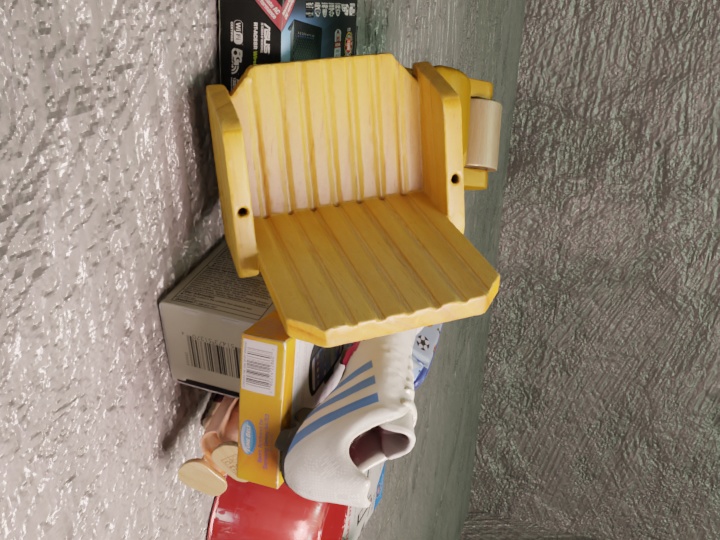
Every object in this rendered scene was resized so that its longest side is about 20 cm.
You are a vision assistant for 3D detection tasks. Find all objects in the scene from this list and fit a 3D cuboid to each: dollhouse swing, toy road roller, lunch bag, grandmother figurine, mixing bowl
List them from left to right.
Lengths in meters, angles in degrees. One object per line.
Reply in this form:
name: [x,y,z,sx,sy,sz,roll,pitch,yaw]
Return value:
grandmother figurine: [-0.104,0.110,0.688,0.061,0.121,0.200,59,20,-26]
mixing bowl: [-0.079,0.278,0.828,0.200,0.108,0.201,8,90,-73]
dollhouse swing: [0.000,-0.067,0.566,0.176,0.199,0.183,-137,-140,-64]
lunch bag: [0.056,0.115,1.151,0.160,0.075,0.200,-39,-161,47]
toy road roller: [0.089,-0.159,0.799,0.146,0.199,0.124,7,-87,63]

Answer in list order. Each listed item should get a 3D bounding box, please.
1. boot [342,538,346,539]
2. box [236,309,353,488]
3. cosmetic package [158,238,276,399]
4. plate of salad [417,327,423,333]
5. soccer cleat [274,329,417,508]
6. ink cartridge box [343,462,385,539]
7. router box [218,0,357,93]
boot: [-0.054,0.417,0.893,0.200,0.130,0.068,-59,170,-20]
box: [-0.042,0.079,0.618,0.200,0.041,0.120,-40,137,-68]
cosmetic package: [-0.086,0.021,0.678,0.200,0.103,0.088,-55,151,-52]
plate of salad: [0.000,0.000,0.843,0.048,0.199,0.201,-170,-91,-75]
soccer cleat: [0.016,0.100,0.567,0.200,0.086,0.070,-53,145,-42]
ink cartridge box: [-0.030,0.305,1.045,0.200,0.084,0.147,-37,134,-68]
router box: [-0.064,-0.191,0.704,0.200,0.062,0.151,-45,142,-63]
